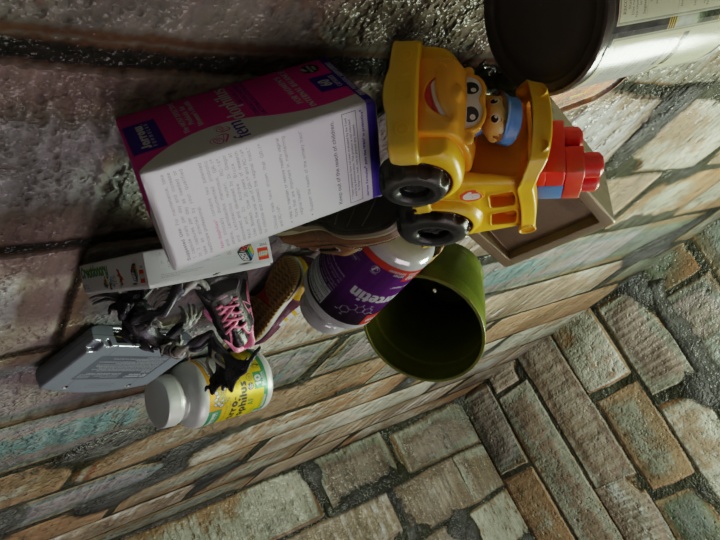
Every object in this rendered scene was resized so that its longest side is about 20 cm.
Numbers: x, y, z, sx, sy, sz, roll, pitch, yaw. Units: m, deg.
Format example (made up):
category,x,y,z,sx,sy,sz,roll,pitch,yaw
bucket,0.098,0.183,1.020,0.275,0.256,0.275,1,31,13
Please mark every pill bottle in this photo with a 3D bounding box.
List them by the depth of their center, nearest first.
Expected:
category,x,y,z,sx,sy,sz,roll,pitch,yaw
pill bottle,0.000,0.000,0.856,0.112,0.113,0.200,-9,151,-43
pill bottle,-0.258,0.204,1.125,0.199,0.113,0.113,-6,151,-46

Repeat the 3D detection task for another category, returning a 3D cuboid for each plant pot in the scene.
category,x,y,z,sx,sy,sz,roll,pitch,yaw
plant pot,0.130,0.048,1.114,0.200,0.200,0.193,-43,-172,36

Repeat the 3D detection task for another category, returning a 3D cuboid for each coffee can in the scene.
category,x,y,z,sx,sy,sz,roll,pitch,yaw
coffee can,0.237,-0.251,0.605,0.199,0.147,0.147,-18,158,-26

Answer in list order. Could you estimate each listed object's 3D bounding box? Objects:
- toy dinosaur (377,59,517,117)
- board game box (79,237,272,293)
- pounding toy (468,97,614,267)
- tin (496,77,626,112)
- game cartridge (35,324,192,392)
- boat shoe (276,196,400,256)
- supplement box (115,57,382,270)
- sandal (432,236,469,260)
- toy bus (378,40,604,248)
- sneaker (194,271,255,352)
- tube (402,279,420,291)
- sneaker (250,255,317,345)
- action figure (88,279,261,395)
category,x,y,z,sx,sy,sz,roll,pitch,yaw
toy dinosaur,0.097,-0.187,0.700,0.199,0.048,0.088,-8,-161,29
board game box,-0.195,-0.006,0.673,0.126,0.035,0.199,-12,-175,-38
pounding toy,0.209,-0.108,0.853,0.184,0.143,0.200,-25,136,35
tin,0.260,-0.242,0.821,0.199,0.042,0.112,-22,163,-16
game cartridge,-0.348,0.128,0.937,0.133,0.041,0.200,-38,159,15
boat shoe,-0.018,-0.055,0.742,0.199,0.072,0.068,7,155,43
supplement box,-0.093,-0.097,0.574,0.199,0.101,0.104,-23,135,-17
sandal,0.073,-0.026,1.013,0.199,0.054,0.080,-17,-172,3
toy bus,0.119,-0.109,0.594,0.191,0.137,0.200,0,160,16
sneaker,-0.175,0.054,0.893,0.079,0.096,0.200,-22,158,-11
tube,0.097,0.025,1.260,0.077,0.051,0.200,-29,167,32
sneaker,-0.113,0.051,0.996,0.090,0.075,0.200,-1,148,-42
action figure,-0.222,0.066,0.804,0.102,0.200,0.119,-58,-173,-28
